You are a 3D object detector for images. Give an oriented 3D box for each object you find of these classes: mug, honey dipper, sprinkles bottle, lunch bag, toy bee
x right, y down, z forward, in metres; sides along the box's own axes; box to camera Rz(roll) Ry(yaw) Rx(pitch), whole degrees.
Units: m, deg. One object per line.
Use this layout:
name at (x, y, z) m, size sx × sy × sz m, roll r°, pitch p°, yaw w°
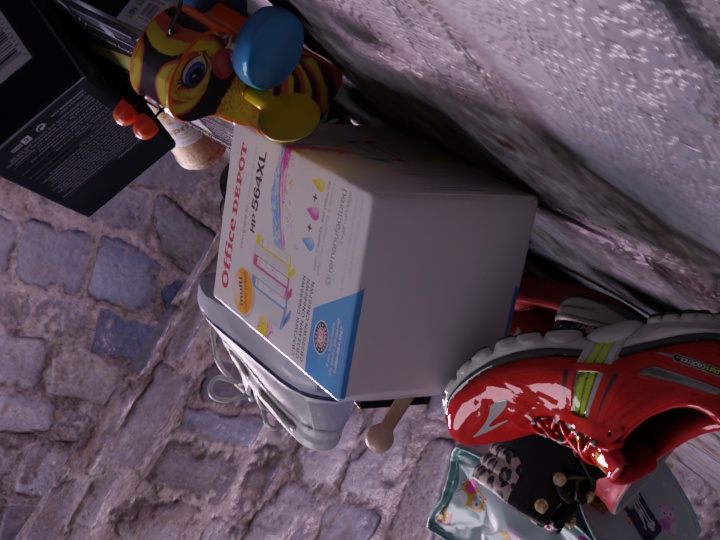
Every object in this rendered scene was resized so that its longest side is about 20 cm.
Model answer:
mug at (0.179, 0.067, 0.997) m, size 0.199 × 0.179 × 0.133 m, roll 38°, pitch -143°, yaw 22°
honey dipper at (0.062, 0.054, 0.947) m, size 0.038 × 0.201 × 0.038 m, roll 33°, pitch 178°, yaw 2°
sprinkles bottle at (-0.205, -0.185, 1.297) m, size 0.068 × 0.068 × 0.200 m, roll 33°, pitch 168°, yaw 28°
lunch bag at (0.188, 0.211, 1.080) m, size 0.199 × 0.123 × 0.170 m, roll 28°, pitch -153°, yaw 27°
toy bee at (-0.093, -0.119, 0.700) m, size 0.199 × 0.109 × 0.131 m, roll 36°, pitch 180°, yaw -39°

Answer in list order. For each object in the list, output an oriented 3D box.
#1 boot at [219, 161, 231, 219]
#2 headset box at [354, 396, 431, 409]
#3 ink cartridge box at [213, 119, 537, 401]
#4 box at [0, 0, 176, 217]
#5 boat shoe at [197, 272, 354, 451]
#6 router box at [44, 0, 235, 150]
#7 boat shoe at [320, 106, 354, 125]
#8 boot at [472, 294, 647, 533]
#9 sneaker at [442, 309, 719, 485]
boot at (-0.040, -0.001, 0.975) m, size 0.201 × 0.069 × 0.132 m, roll 56°, pitch 170°, yaw 7°
headset box at (0.000, 0.000, 1.046) m, size 0.076 × 0.150 × 0.200 m, roll 0°, pitch -152°, yaw -33°
ink cartridge box at (-0.004, -0.016, 0.793) m, size 0.124 × 0.130 × 0.199 m, roll -1°, pitch -161°, yaw -34°
box at (-0.260, -0.149, 0.993) m, size 0.149 × 0.107 × 0.200 m, roll 53°, pitch -176°, yaw 14°
boat shoe at (-0.063, 0.069, 0.853) m, size 0.074 × 0.087 × 0.202 m, roll -1°, pitch -159°, yaw -33°
router box at (-0.141, -0.163, 0.897) m, size 0.199 × 0.052 × 0.157 m, roll 31°, pitch 168°, yaw 38°
boat shoe at (-0.035, -0.093, 0.942) m, size 0.199 × 0.072 × 0.071 m, roll 24°, pitch 158°, yaw 35°
boot at (0.171, 0.110, 0.800) m, size 0.073 × 0.155 × 0.203 m, roll 37°, pitch 172°, yaw -33°
sneaker at (0.131, 0.080, 0.691) m, size 0.198 × 0.086 × 0.077 m, roll -16°, pitch 147°, yaw 32°
